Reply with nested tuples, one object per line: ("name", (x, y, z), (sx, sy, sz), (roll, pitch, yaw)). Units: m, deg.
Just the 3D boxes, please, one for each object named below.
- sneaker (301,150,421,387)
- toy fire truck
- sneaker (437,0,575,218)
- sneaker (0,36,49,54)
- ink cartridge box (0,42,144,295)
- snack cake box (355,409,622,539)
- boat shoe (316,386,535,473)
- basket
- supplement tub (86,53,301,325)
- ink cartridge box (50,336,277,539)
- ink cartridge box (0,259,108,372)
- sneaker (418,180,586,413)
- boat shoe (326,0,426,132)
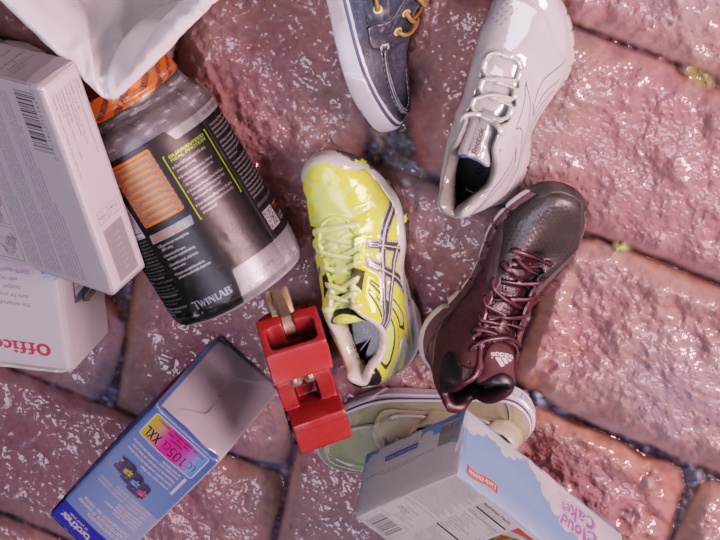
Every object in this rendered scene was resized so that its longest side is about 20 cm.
("sneaker", (0.000, 0.000, 1.654), (0.075, 0.076, 0.200), (-10, 111, 25))
("toy fire truck", (-0.052, 0.065, 1.641), (0.049, 0.200, 0.141), (-18, 120, -3))
("sneaker", (0.107, -0.124, 1.556), (0.074, 0.087, 0.200), (19, 119, 13))
("sneaker", (-0.346, -0.172, 1.710), (0.200, 0.076, 0.075), (17, 121, 14))
("ink cartridge box", (-0.271, -0.087, 1.616), (0.176, 0.045, 0.200), (16, 136, 34))
("snack cake box", (0.107, 0.207, 1.683), (0.115, 0.067, 0.200), (-28, 125, 35))
("boat shoe", (0.047, 0.136, 1.720), (0.200, 0.062, 0.072), (-13, 110, 26))
("basket", (-0.170, -0.274, 1.543), (0.200, 0.161, 0.198), (46, 122, -4))
("supplement tub", (-0.145, -0.067, 1.658), (0.122, 0.123, 0.200), (-23, 105, 28))
("ink cartridge box", (-0.177, 0.165, 1.776), (0.076, 0.136, 0.200), (43, 121, -1))
("ink cartridge box", (-0.303, -0.024, 1.761), (0.145, 0.088, 0.200), (6, 115, 18))
("sneaker", (0.119, 0.034, 1.600), (0.076, 0.116, 0.200), (21, 122, -20))
("boat shoe", (0.026, -0.202, 1.558), (0.091, 0.071, 0.200), (-9, 115, 17))
